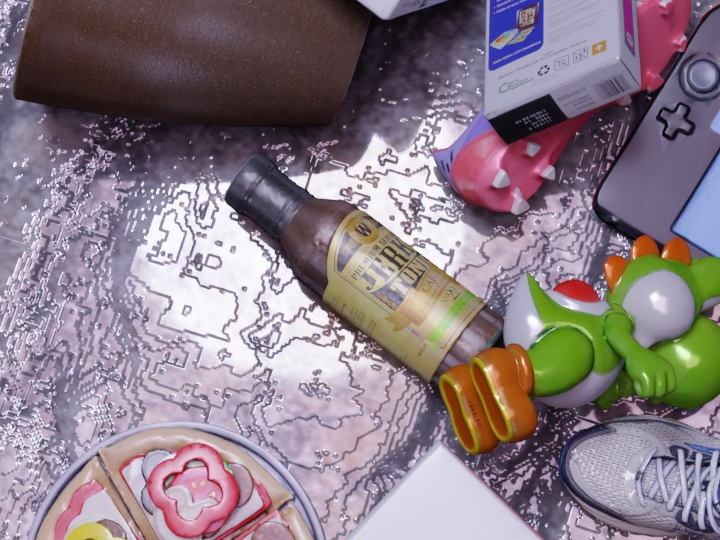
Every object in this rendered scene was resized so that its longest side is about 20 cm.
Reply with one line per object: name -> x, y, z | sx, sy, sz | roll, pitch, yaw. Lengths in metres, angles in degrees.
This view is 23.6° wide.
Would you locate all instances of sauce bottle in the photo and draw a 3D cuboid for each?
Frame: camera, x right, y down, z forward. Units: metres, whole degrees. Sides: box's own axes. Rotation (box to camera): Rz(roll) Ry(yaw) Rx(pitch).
sauce bottle -> 0.000, 0.000, 1.102 | 0.199, 0.065, 0.065 | 36, 83, 8

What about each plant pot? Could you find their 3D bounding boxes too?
plant pot -> -0.097, -0.169, 1.095 | 0.198, 0.187, 0.189 | 17, 80, -7

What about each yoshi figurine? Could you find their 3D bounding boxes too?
yoshi figurine -> 0.156, 0.061, 1.053 | 0.199, 0.113, 0.112 | -24, 45, -22

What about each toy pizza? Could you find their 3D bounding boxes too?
toy pizza -> -0.119, 0.195, 1.088 | 0.198, 0.032, 0.202 | -1, 79, 3

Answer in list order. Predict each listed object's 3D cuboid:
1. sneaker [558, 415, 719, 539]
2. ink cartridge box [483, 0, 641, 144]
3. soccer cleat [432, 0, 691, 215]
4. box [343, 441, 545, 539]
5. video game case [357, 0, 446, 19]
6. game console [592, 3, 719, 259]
sneaker -> 0.221, 0.132, 1.055 | 0.198, 0.085, 0.078 | 12, 80, 6
ink cartridge box -> 0.126, -0.176, 1.099 | 0.094, 0.037, 0.201 | -21, 45, 27
soccer cleat -> 0.132, -0.121, 1.119 | 0.200, 0.067, 0.076 | -46, 47, -7
box -> 0.064, 0.195, 0.993 | 0.152, 0.200, 0.106 | 44, 84, 9
video game case -> -0.023, -0.235, 1.098 | 0.200, 0.182, 0.023 | 39, 115, 9
game console -> 0.276, -0.062, 1.117 | 0.199, 0.031, 0.178 | 32, 82, 9
